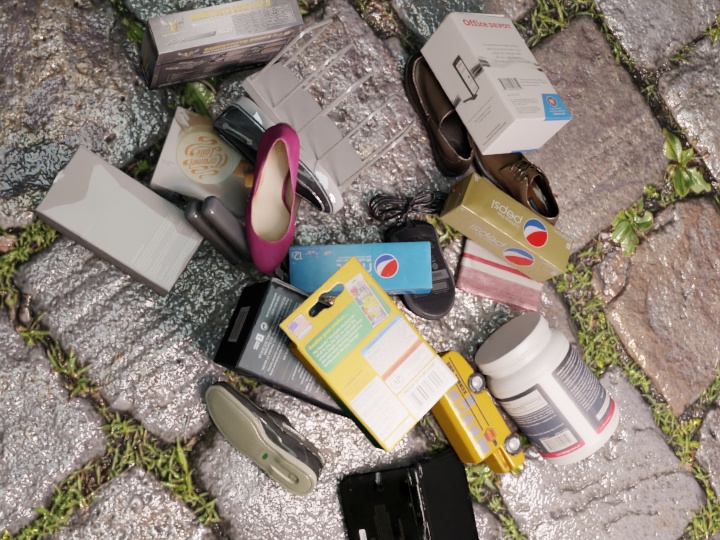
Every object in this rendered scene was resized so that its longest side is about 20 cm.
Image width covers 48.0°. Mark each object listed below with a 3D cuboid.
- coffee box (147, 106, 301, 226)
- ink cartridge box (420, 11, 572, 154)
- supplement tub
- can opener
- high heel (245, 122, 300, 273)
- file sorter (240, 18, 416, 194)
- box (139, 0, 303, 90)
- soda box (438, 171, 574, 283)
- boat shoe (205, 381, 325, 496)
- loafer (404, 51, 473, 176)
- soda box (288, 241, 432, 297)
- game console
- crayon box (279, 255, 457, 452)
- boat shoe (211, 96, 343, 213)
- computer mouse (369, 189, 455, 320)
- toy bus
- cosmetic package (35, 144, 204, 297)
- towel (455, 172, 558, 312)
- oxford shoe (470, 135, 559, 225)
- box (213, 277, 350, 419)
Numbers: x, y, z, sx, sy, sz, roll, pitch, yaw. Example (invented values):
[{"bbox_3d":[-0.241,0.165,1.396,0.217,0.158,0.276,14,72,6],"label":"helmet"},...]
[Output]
[{"bbox_3d":[-0.180,-0.131,1.123,0.199,0.080,0.115,21,78,-16],"label":"coffee box"},{"bbox_3d":[0.203,-0.281,1.214,0.145,0.084,0.201,-11,66,-41],"label":"ink cartridge box"},{"bbox_3d":[0.280,0.177,1.217,0.140,0.140,0.200,-41,98,-18],"label":"supplement tub"},{"bbox_3d":[-0.159,-0.043,1.094,0.200,0.053,0.067,52,38,-46],"label":"can opener"},{"bbox_3d":[-0.108,-0.082,1.002,0.067,0.096,0.201,13,107,-6],"label":"high heel"},{"bbox_3d":[-0.037,-0.233,1.128,0.124,0.139,0.200,-37,99,26],"label":"file sorter"},{"bbox_3d":[-0.192,-0.309,1.095,0.199,0.158,0.049,-18,90,-19],"label":"box"},{"bbox_3d":[0.222,-0.063,1.227,0.199,0.068,0.064,31,64,-15],"label":"soda box"},{"bbox_3d":[-0.132,0.224,1.123,0.200,0.072,0.068,43,37,-4],"label":"boat shoe"},{"bbox_3d":[0.132,-0.247,1.244,0.073,0.071,0.201,-25,93,-19],"label":"loafer"},{"bbox_3d":[0.000,0.000,1.147,0.198,0.064,0.068,-2,82,1],"label":"soda box"},{"bbox_3d":[0.078,0.380,1.195,0.175,0.116,0.201,-12,88,11],"label":"game console"},{"bbox_3d":[0.006,0.099,0.967,0.126,0.052,0.200,-43,100,-17],"label":"crayon box"},{"bbox_3d":[-0.111,-0.138,1.067,0.200,0.072,0.068,45,69,-6],"label":"boat shoe"},{"bbox_3d":[0.088,-0.019,1.223,0.138,0.053,0.201,-6,76,-21],"label":"computer mouse"},{"bbox_3d":[0.161,0.216,1.206,0.078,0.065,0.201,-32,92,-25],"label":"toy bus"},{"bbox_3d":[-0.313,-0.062,1.070,0.199,0.090,0.107,35,74,-10],"label":"cosmetic package"},{"bbox_3d":[0.235,-0.047,1.288,0.143,0.023,0.201,18,78,-14],"label":"towel"},{"bbox_3d":[0.246,-0.155,1.252,0.073,0.084,0.200,-38,90,-19],"label":"oxford shoe"},{"bbox_3d":[-0.072,0.108,1.074,0.196,0.200,0.125,24,79,-15],"label":"box"}]
